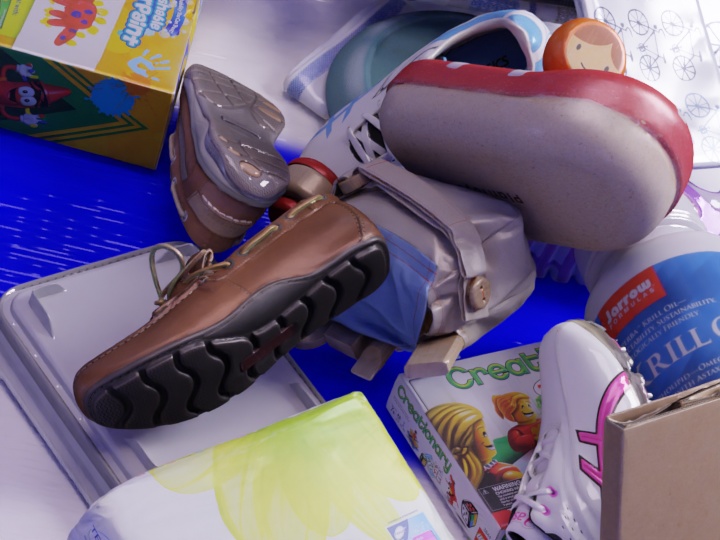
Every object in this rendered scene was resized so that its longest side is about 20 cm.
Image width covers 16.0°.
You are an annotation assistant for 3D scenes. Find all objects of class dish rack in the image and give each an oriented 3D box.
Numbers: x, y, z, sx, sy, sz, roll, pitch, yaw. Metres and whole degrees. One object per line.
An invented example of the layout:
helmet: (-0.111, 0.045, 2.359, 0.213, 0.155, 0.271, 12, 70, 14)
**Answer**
dish rack: (-0.113, 0.060, 1.504, 0.171, 0.044, 0.200, -16, 54, -35)

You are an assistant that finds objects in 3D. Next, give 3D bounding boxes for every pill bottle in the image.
pill bottle: (0.199, 0.048, 1.534, 0.111, 0.113, 0.201, -2, 45, -24)

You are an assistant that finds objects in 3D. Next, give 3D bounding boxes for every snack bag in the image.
snack bag: (0.230, -0.151, 1.707, 0.199, 0.021, 0.190, -2, 70, -32)

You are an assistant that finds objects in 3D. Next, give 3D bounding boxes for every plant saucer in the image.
plant saucer: (0.075, -0.111, 1.737, 0.199, 0.028, 0.201, 11, 46, -12)

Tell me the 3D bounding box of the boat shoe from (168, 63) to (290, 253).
boat shoe: (-0.093, -0.072, 1.624, 0.075, 0.072, 0.200, 28, 18, -13)

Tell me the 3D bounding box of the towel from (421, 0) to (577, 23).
towel: (0.092, -0.209, 1.825, 0.198, 0.024, 0.147, 7, 19, -21)

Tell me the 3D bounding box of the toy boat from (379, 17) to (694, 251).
toy boat: (0.117, -0.095, 1.539, 0.199, 0.131, 0.131, 12, 62, 46)

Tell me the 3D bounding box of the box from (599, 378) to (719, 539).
box: (0.196, 0.154, 1.417, 0.163, 0.202, 0.021, -15, 27, -32)

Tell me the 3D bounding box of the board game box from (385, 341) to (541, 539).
board game box: (0.131, 0.100, 1.563, 0.199, 0.035, 0.127, -11, 50, -31)

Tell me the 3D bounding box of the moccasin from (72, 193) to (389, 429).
moccasin: (-0.080, 0.019, 1.452, 0.201, 0.074, 0.078, -37, 55, -16)

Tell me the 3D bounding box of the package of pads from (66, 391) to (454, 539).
package of pads: (-0.045, 0.162, 1.384, 0.199, 0.068, 0.155, -21, 70, -38)

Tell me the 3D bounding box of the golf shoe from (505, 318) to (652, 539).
golf shoe: (0.125, 0.125, 1.458, 0.091, 0.073, 0.202, -3, 74, -27)

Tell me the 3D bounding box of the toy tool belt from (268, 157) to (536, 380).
toy tool belt: (0.000, 0.000, 1.548, 0.199, 0.125, 0.123, 17, 52, 35)

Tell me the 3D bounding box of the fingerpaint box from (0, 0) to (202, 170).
fingerpaint box: (-0.191, -0.173, 1.694, 0.166, 0.074, 0.201, 14, 43, -5)

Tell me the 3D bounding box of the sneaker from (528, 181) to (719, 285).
sneaker: (0.167, -0.038, 1.675, 0.199, 0.081, 0.089, 16, 63, -13)

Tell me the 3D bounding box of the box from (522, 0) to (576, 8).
box: (0.121, -0.234, 1.795, 0.159, 0.045, 0.200, 4, 23, -30)

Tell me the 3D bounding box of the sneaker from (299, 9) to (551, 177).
sneaker: (0.034, -0.103, 1.640, 0.072, 0.199, 0.072, 57, 8, 16)

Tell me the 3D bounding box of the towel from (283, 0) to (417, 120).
towel: (0.060, -0.112, 1.766, 0.199, 0.024, 0.147, 34, 44, 14)
